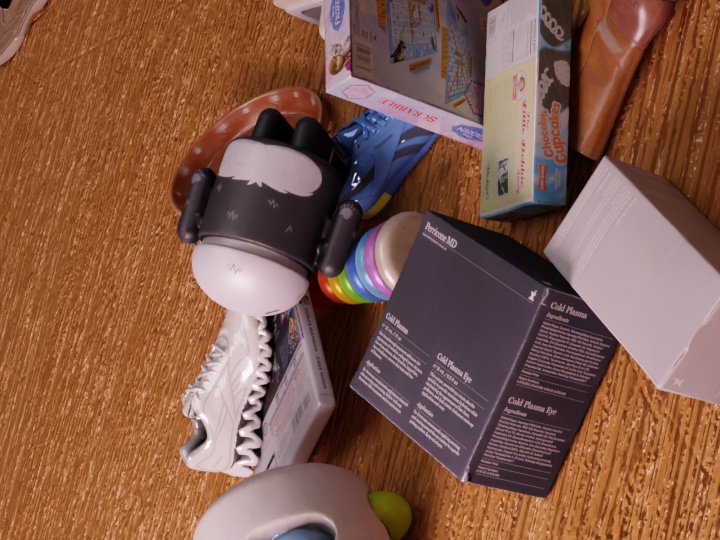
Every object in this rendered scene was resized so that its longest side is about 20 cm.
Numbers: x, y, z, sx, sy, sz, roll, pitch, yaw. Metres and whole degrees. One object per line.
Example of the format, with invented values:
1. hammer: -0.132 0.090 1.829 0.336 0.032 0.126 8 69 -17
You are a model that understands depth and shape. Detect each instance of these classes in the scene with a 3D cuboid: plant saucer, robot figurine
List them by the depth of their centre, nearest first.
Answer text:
1. robot figurine: -0.090 -0.054 1.802 0.150 0.125 0.200 0 69 56
2. plant saucer: -0.119 -0.121 2.004 0.200 0.032 0.200 -25 35 19

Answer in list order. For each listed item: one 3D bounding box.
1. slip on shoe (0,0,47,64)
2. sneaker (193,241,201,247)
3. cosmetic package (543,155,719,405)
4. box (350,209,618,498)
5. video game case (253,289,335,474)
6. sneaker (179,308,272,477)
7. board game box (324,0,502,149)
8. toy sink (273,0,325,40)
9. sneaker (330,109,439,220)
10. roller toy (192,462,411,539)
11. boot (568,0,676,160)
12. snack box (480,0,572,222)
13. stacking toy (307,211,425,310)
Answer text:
1. slip on shoe: -0.506 -0.381 2.663 0.200 0.061 0.076 -44 45 35
2. sneaker: -0.137 -0.009 1.993 0.078 0.082 0.200 -65 32 12
3. cosmetic package: 0.245 0.006 1.485 0.107 0.090 0.200 -57 42 21
4. box: 0.111 0.071 1.620 0.200 0.104 0.182 37 108 52
5. video game case: -0.079 0.120 1.876 0.200 0.023 0.182 116 148 -46
6. sneaker: -0.139 0.117 1.891 0.075 0.081 0.200 -147 63 -67
7. board game box: 0.053 -0.234 1.737 0.041 0.199 0.200 -27 56 45
8. toy sink: -0.006 -0.309 1.907 0.112 0.130 0.200 -7 72 52
9. sneaker: 0.022 -0.138 1.847 0.200 0.078 0.066 -55 38 22
10. roller toy: -0.057 0.283 1.694 0.200 0.182 0.140 -49 43 30
11. boot: 0.211 -0.225 1.663 0.188 0.068 0.200 53 129 45
12. snack box: 0.150 -0.150 1.668 0.116 0.037 0.200 163 111 -69
13. stacking toy: 0.000 0.000 1.823 0.200 0.085 0.086 -16 64 54
